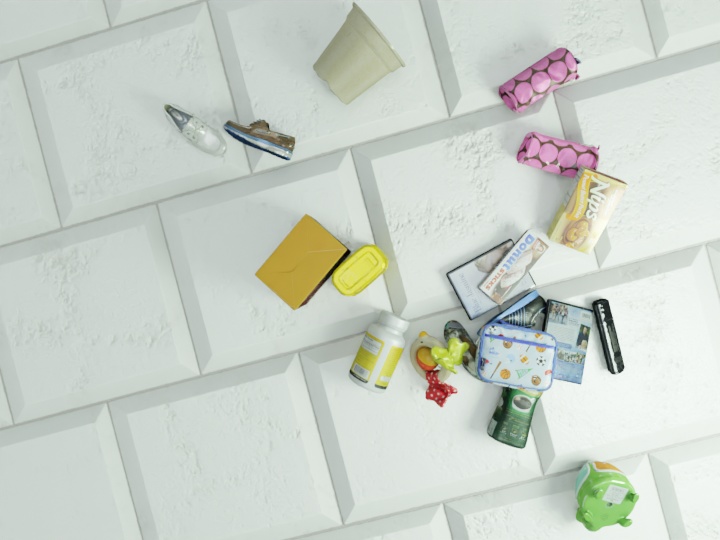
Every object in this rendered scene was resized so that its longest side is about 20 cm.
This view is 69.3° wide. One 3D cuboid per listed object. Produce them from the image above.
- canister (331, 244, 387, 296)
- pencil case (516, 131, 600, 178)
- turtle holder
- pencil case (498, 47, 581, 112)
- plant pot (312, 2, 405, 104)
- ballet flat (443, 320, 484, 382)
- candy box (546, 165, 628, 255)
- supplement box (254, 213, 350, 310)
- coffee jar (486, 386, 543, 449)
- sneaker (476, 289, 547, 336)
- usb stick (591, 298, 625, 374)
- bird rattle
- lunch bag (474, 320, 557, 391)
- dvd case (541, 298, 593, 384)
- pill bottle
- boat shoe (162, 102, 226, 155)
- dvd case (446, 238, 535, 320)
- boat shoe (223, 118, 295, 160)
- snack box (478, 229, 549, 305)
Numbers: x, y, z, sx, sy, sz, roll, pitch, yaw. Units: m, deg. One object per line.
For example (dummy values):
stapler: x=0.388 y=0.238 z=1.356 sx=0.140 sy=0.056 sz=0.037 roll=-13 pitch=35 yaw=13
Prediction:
canister: x=0.000 y=0.000 z=1.335 sx=0.148 sy=0.200 sz=0.087 roll=-41 pitch=88 yaw=3
pencil case: x=0.516 y=-0.303 z=1.362 sx=0.198 sy=0.091 sz=0.094 roll=13 pitch=126 yaw=1
turtle holder: x=0.624 y=0.581 z=1.342 sx=0.140 sy=0.132 sz=0.187 roll=-13 pitch=110 yaw=6
pencil case: x=0.464 y=-0.490 z=1.356 sx=0.199 sy=0.091 sz=0.094 roll=-31 pitch=100 yaw=5
plant pot: x=-0.017 y=-0.542 z=1.348 sx=0.183 sy=0.200 sz=0.201 roll=-40 pitch=89 yaw=14
ballet flat: x=0.287 y=0.226 z=1.388 sx=0.072 sy=0.072 sz=0.201 roll=-37 pitch=89 yaw=3
candy box: x=0.578 y=-0.154 z=1.341 sx=0.115 sy=0.055 sz=0.201 roll=20 pitch=114 yaw=1
supplement box: x=-0.140 y=-0.021 z=1.342 sx=0.133 sy=0.200 sz=0.198 roll=41 pitch=92 yaw=2
coffee jar: x=0.412 y=0.356 z=1.375 sx=0.103 sy=0.085 sz=0.202 roll=19 pitch=91 yaw=3
sneaker: x=0.407 y=0.135 z=1.381 sx=0.199 sy=0.070 sz=0.078 roll=-35 pitch=83 yaw=2
usb stick: x=0.658 y=0.173 z=1.382 sx=0.055 sy=0.033 sz=0.202 roll=-14 pitch=90 yaw=-31
bird rattle: x=0.200 y=0.248 z=1.376 sx=0.112 sy=0.201 sz=0.163 roll=-28 pitch=53 yaw=-34
lunch bag: x=0.385 y=0.212 z=1.308 sx=0.198 sy=0.076 sz=0.162 roll=11 pitch=84 yaw=7
dvd case: x=0.534 y=0.187 z=1.366 sx=0.141 sy=0.018 sz=0.202 roll=14 pitch=84 yaw=-15
pill bottle: x=0.054 y=0.211 z=1.380 sx=0.111 sy=0.111 sz=0.201 roll=24 pitch=92 yaw=2
boat shoe: x=-0.458 y=-0.385 z=1.420 sx=0.199 sy=0.069 sz=0.071 roll=34 pitch=91 yaw=1
dvd case: x=0.349 y=0.024 z=1.400 sx=0.199 sy=0.018 sz=0.144 roll=-29 pitch=90 yaw=3
boat shoe: x=-0.271 y=-0.369 z=1.416 sx=0.199 sy=0.072 sz=0.073 roll=23 pitch=87 yaw=-7
snack box: x=0.401 y=-0.008 z=1.368 sx=0.072 sy=0.024 sz=0.200 roll=40 pitch=91 yaw=1
